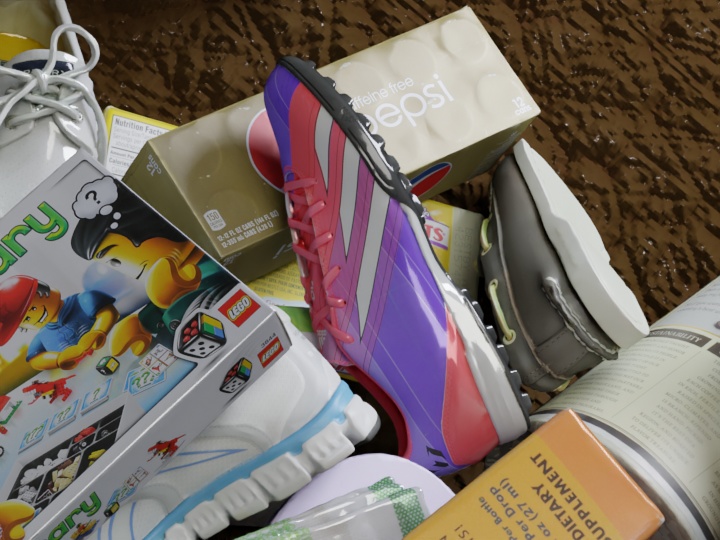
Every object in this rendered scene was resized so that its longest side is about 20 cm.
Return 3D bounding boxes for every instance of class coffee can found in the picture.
[{"bbox_3d":[0.177,0.085,1.314,0.200,0.146,0.146,-33,81,-32],"label":"coffee can"}]

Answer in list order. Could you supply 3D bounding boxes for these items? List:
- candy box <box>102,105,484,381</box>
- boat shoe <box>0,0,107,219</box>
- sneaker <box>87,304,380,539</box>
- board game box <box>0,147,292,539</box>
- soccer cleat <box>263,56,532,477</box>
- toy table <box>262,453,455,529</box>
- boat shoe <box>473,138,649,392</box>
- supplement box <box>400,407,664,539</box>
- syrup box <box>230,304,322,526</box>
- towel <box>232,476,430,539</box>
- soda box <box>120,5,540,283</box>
[{"bbox_3d":[-0.038,-0.006,1.338,0.200,0.026,0.102,16,57,-16],"label":"candy box"},{"bbox_3d":[-0.145,-0.072,1.245,0.074,0.086,0.202,9,37,-14],"label":"boat shoe"},{"bbox_3d":[-0.096,0.085,1.167,0.200,0.075,0.087,-34,93,-4],"label":"sneaker"},{"bbox_3d":[-0.142,0.055,1.123,0.200,0.035,0.126,-43,59,-14],"label":"board game box"},{"bbox_3d":[0.000,0.000,1.237,0.073,0.068,0.200,-30,90,-5],"label":"soccer cleat"},{"bbox_3d":[-0.013,0.193,1.197,0.184,0.117,0.200,25,59,-11],"label":"toy table"},{"bbox_3d":[0.084,-0.004,1.325,0.072,0.060,0.202,48,10,-20],"label":"boat shoe"},{"bbox_3d":[0.026,0.141,1.099,0.200,0.069,0.067,-38,83,-26],"label":"supplement box"},{"bbox_3d":[-0.120,0.061,1.238,0.200,0.081,0.079,5,62,-22],"label":"syrup box"},{"bbox_3d":[-0.034,0.178,1.110,0.200,0.031,0.149,-18,74,-28],"label":"towel"},{"bbox_3d":[-0.015,-0.055,1.320,0.200,0.064,0.068,-25,76,-33],"label":"soda box"}]
